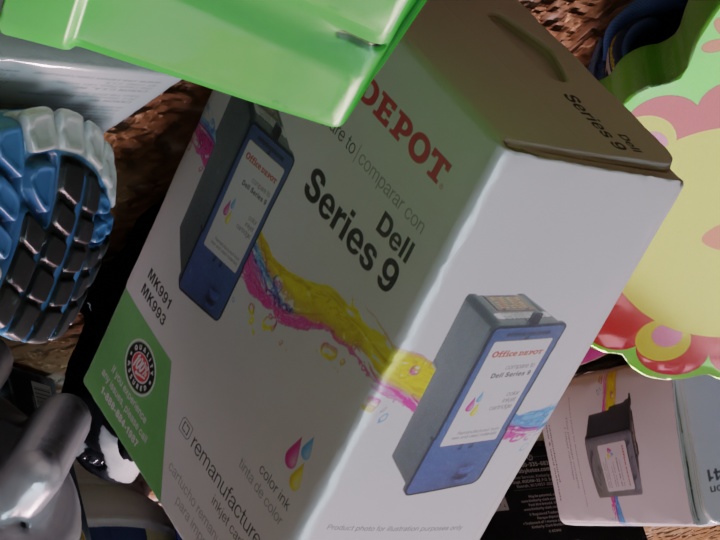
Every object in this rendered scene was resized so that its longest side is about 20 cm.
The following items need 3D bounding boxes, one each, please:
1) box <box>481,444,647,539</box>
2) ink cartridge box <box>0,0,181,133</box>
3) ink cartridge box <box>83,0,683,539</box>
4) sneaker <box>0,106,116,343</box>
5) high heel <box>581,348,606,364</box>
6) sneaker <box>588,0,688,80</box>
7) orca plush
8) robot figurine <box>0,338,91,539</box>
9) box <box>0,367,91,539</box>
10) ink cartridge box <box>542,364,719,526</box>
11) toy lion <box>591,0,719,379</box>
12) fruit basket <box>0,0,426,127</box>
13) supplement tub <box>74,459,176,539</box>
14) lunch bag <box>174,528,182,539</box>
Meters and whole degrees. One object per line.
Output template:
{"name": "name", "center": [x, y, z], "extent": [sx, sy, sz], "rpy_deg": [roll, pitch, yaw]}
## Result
{"name": "box", "center": [0.069, 0.206, 1.243], "extent": [0.148, 0.125, 0.200], "rpy_deg": [-1, 150, -29]}
{"name": "ink cartridge box", "center": [-0.173, -0.059, 0.667], "extent": [0.159, 0.048, 0.200], "rpy_deg": [1, 166, -34]}
{"name": "ink cartridge box", "center": [0.000, 0.005, 0.685], "extent": [0.087, 0.145, 0.201], "rpy_deg": [7, 122, -40]}
{"name": "sneaker", "center": [-0.146, -0.026, 0.606], "extent": [0.086, 0.075, 0.200], "rpy_deg": [14, 179, 24]}
{"name": "high heel", "center": [0.118, -0.018, 0.870], "extent": [0.199, 0.068, 0.096], "rpy_deg": [-30, 162, 15]}
{"name": "sneaker", "center": [0.116, -0.062, 0.791], "extent": [0.082, 0.074, 0.200], "rpy_deg": [2, 142, -31]}
{"name": "orca plush", "center": [-0.098, 0.014, 0.813], "extent": [0.071, 0.106, 0.200], "rpy_deg": [22, 149, -6]}
{"name": "robot figurine", "center": [-0.193, 0.119, 0.827], "extent": [0.200, 0.169, 0.113], "rpy_deg": [-47, -173, 22]}
{"name": "box", "center": [-0.180, 0.162, 0.907], "extent": [0.137, 0.201, 0.040], "rpy_deg": [-28, 155, 22]}
{"name": "ink cartridge box", "center": [0.194, 0.081, 1.036], "extent": [0.147, 0.086, 0.200], "rpy_deg": [-9, 175, -15]}
{"name": "toy lion", "center": [0.155, -0.043, 0.718], "extent": [0.191, 0.069, 0.201], "rpy_deg": [0, 129, 3]}
{"name": "fruit basket", "center": [-0.050, -0.149, 0.470], "extent": [0.215, 0.156, 0.216], "rpy_deg": [20, 143, 16]}
{"name": "supplement tub", "center": [-0.148, 0.196, 0.995], "extent": [0.144, 0.201, 0.145], "rpy_deg": [-13, 155, -6]}
{"name": "lunch bag", "center": [-0.016, 0.151, 0.984], "extent": [0.135, 0.201, 0.132], "rpy_deg": [-18, 157, 5]}
